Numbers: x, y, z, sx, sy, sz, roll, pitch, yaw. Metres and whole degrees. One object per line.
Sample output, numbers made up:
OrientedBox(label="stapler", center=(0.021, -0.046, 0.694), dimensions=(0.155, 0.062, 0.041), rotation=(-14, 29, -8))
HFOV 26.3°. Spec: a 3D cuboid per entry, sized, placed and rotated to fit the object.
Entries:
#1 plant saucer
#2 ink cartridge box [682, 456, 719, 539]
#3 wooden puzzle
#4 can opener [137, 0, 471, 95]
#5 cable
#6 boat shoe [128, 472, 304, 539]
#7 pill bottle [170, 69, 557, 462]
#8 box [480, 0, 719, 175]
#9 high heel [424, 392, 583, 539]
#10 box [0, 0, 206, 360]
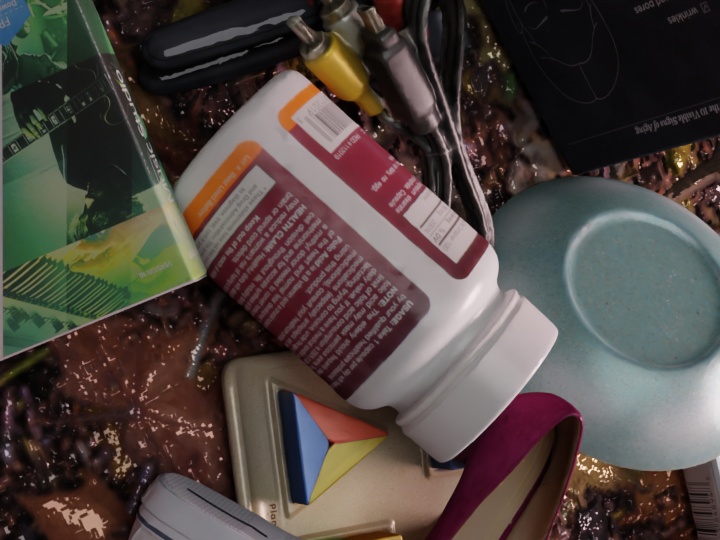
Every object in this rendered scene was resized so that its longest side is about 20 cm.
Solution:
OrientedBox(label="plant saucer", center=(0.164, 0.019, 0.917), dimensions=(0.200, 0.039, 0.202), rotation=(9, 57, -14))
OrientedBox(label="ink cartridge box", center=(0.292, 0.084, 1.016), dimensions=(0.199, 0.043, 0.197), rotation=(-11, 88, -28))
OrientedBox(label="wooden puzzle", center=(0.026, 0.130, 0.877), dimensions=(0.199, 0.046, 0.186), rotation=(-6, 87, -27))
OrientedBox(label="can opener", center=(-0.030, -0.140, 0.865), dimensions=(0.199, 0.063, 0.079), rotation=(-14, 61, -24))
OrientedBox(label="cable", center=(0.034, -0.088, 0.871), dimensions=(0.097, 0.050, 0.200), rotation=(-42, 127, -22))
OrientedBox(label="boat shoe", center=(-0.034, 0.180, 0.803), dimensions=(0.200, 0.074, 0.067), rotation=(29, 97, 15))
OrientedBox(label="pill bottle", center=(0.000, 0.000, 0.816), dimensions=(0.200, 0.114, 0.114), rotation=(42, 68, 0))
OrientedBox(label="box", center=(0.173, -0.180, 0.896), dimensions=(0.124, 0.200, 0.197), rotation=(-31, 99, -26))
OrientedBox(label="high heel", center=(0.066, 0.161, 0.817), dimensions=(0.067, 0.096, 0.201), rotation=(14, 80, -20))
OrientedBox(label="box", center=(-0.180, -0.061, 0.761), dimensions=(0.144, 0.036, 0.201), rotation=(-22, 96, 9))
